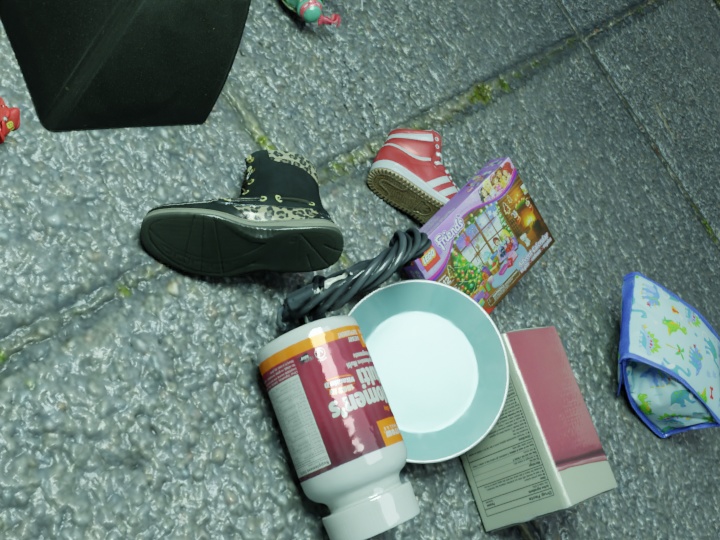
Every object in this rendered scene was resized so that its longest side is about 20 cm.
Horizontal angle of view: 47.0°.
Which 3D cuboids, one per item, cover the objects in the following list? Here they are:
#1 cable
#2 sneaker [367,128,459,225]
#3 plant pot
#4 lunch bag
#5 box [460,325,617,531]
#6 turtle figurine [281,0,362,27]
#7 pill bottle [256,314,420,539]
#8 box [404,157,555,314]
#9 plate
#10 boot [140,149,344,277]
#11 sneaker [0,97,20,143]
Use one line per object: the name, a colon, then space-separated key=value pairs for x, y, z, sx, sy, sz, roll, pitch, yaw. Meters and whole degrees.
cable: x=0.000 y=0.000 z=0.869 sx=0.051 sy=0.162 sz=0.200 roll=57 pitch=24 yaw=3
sneaker: x=0.105 y=-0.112 z=1.114 sx=0.199 sy=0.071 sz=0.113 roll=35 pitch=49 yaw=-19
plant pot: x=-0.227 y=-0.277 z=0.826 sx=0.199 sy=0.177 sz=0.201 roll=-14 pitch=75 yaw=-45
lunch bag: x=0.451 y=0.125 z=1.252 sx=0.200 sy=0.127 sz=0.171 roll=45 pitch=43 yaw=-27
box: x=0.189 y=0.182 z=0.968 sx=0.108 sy=0.128 sz=0.202 roll=-3 pitch=68 yaw=-43
turtle figurine: x=-0.079 y=-0.398 z=1.094 sx=0.148 sy=0.101 sz=0.202 roll=-2 pitch=57 yaw=-34
pill bottle: x=-0.020 y=0.155 z=0.805 sx=0.109 sy=0.109 sz=0.202 roll=-9 pitch=72 yaw=-45
box: x=0.150 y=-0.029 z=1.050 sx=0.200 sy=0.039 sz=0.137 roll=-44 pitch=112 yaw=-23
plate: x=0.065 y=0.110 z=0.912 sx=0.197 sy=0.026 sz=0.203 roll=1 pitch=73 yaw=-4
boot: x=-0.126 y=-0.067 z=0.874 sx=0.201 sy=0.074 sz=0.154 roll=3 pitch=37 yaw=-14
sneaker: x=-0.332 y=-0.123 z=0.711 sx=0.084 sy=0.077 sz=0.202 roll=3 pitch=64 yaw=-47
